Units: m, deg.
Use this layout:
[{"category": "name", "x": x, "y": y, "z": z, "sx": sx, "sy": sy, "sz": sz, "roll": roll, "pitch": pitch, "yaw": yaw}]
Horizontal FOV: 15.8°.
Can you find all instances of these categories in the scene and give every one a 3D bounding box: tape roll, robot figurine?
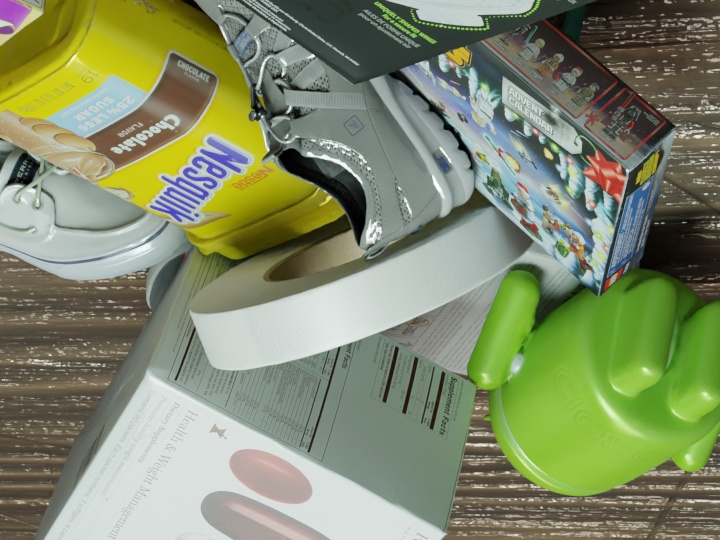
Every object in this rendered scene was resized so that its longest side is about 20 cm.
[{"category": "tape roll", "x": 0.000, "y": 0.000, "z": 1.466, "sx": 0.202, "sy": 0.037, "sz": 0.203, "roll": -21, "pitch": -170, "yaw": 4}, {"category": "robot figurine", "x": 0.155, "y": 0.072, "z": 1.625, "sx": 0.175, "sy": 0.116, "sz": 0.200, "roll": 20, "pitch": 152, "yaw": -17}]

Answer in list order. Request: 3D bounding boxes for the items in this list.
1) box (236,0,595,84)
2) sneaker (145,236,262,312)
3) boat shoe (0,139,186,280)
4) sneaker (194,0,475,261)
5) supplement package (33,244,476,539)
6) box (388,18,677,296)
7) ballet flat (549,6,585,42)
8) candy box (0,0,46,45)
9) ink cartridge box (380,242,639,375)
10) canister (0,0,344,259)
[{"category": "box", "x": 0.039, "y": -0.196, "z": 1.155, "sx": 0.199, "sy": 0.149, "sz": 0.124, "roll": -15, "pitch": 145, "yaw": 39}, {"category": "sneaker", "x": -0.086, "y": 0.035, "z": 1.698, "sx": 0.083, "sy": 0.121, "sz": 0.200, "roll": 19, "pitch": 152, "yaw": -24}, {"category": "boat shoe", "x": -0.202, "y": -0.043, "z": 1.603, "sx": 0.199, "sy": 0.074, "sz": 0.067, "roll": 4, "pitch": 145, "yaw": 27}, {"category": "sneaker", "x": -0.030, "y": -0.094, "z": 1.379, "sx": 0.200, "sy": 0.082, "sz": 0.075, "roll": 46, "pitch": 159, "yaw": 6}, {"category": "supplement package", "x": -0.067, "y": 0.128, "z": 1.589, "sx": 0.199, "sy": 0.147, "sz": 0.192, "roll": 28, "pitch": 125, "yaw": -8}, {"category": "box", "x": 0.071, "y": -0.091, "z": 1.355, "sx": 0.200, "sy": 0.040, "sz": 0.137, "roll": 42, "pitch": 158, "yaw": 19}, {"category": "ballet flat", "x": 0.088, "y": -0.107, "z": 1.433, "sx": 0.070, "sy": 0.071, "sz": 0.200, "roll": 4, "pitch": 154, "yaw": 6}, {"category": "candy box", "x": -0.277, "y": -0.174, "z": 1.389, "sx": 0.199, "sy": 0.057, "sz": 0.116, "roll": 24, "pitch": 149, "yaw": -29}, {"category": "ink cartridge box", "x": 0.066, "y": 0.010, "z": 1.695, "sx": 0.175, "sy": 0.045, "sz": 0.200, "roll": 12, "pitch": 154, "yaw": -13}, {"category": "canister", "x": -0.112, "y": -0.092, "z": 1.485, "sx": 0.199, "sy": 0.087, "sz": 0.148, "roll": 27, "pitch": 149, "yaw": -33}]
